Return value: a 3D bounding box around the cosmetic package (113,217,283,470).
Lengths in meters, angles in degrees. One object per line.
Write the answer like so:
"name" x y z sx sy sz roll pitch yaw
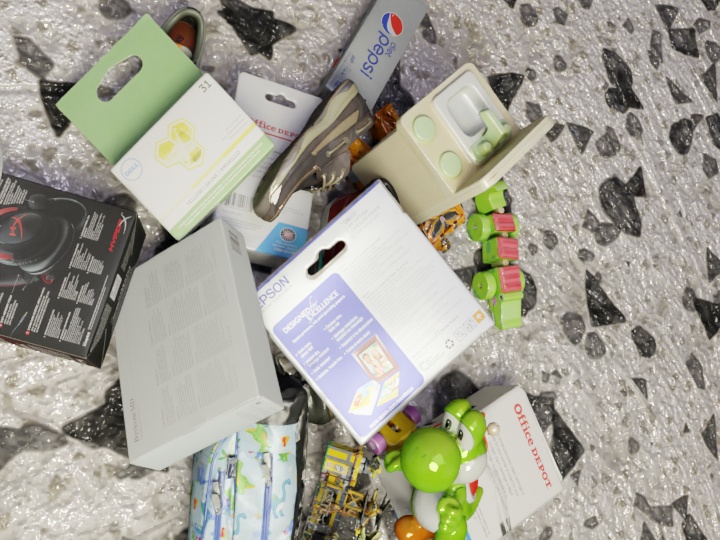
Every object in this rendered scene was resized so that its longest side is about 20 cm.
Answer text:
"cosmetic package" -0.168 0.070 0.729 0.052 0.149 0.203 43 25 -57

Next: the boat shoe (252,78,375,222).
"boat shoe" -0.044 -0.127 0.829 0.073 0.074 0.201 40 67 -15

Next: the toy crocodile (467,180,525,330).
"toy crocodile" 0.192 -0.021 1.010 0.066 0.062 0.204 -1 82 -26

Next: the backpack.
"backpack" -0.117 0.220 0.769 0.151 0.163 0.204 -10 96 -20

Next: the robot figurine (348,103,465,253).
"robot figurine" 0.059 -0.106 0.961 0.145 0.058 0.201 -43 100 -25

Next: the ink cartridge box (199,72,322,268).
"ink cartridge box" -0.115 -0.114 0.870 0.114 0.066 0.204 13 75 -23

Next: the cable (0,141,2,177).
"cable" -0.423 -0.086 0.663 0.196 0.069 0.204 -6 69 11

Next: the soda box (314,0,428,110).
"soda box" 0.013 -0.282 0.967 0.068 0.063 0.202 33 68 -16

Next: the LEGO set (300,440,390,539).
"LEGO set" -0.005 0.294 0.785 0.114 0.155 0.202 16 44 3

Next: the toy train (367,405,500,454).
"toy train" 0.067 0.162 0.869 0.147 0.056 0.201 -10 42 -12

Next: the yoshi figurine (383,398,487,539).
"yoshi figurine" 0.071 0.222 0.747 0.110 0.203 0.112 13 30 10

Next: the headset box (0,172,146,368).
"headset box" -0.330 -0.006 0.716 0.196 0.075 0.151 15 73 -5

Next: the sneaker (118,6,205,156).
"sneaker" -0.224 -0.207 0.827 0.073 0.079 0.204 19 74 -23

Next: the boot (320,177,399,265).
"boot" 0.000 0.000 0.865 0.071 0.144 0.204 6 79 -26

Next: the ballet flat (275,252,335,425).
"ballet flat" -0.067 0.081 0.846 0.067 0.068 0.204 -5 96 2

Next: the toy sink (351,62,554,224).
"toy sink" 0.096 -0.146 0.842 0.130 0.199 0.113 -43 99 -24

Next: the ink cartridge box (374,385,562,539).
"ink cartridge box" 0.136 0.253 0.919 0.198 0.084 0.148 -24 92 -28

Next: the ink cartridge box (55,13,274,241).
"ink cartridge box" -0.208 -0.153 0.777 0.145 0.048 0.200 -44 96 -2

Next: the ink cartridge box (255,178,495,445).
"ink cartridge box" 0.010 0.044 0.795 0.197 0.047 0.201 -40 91 -3
